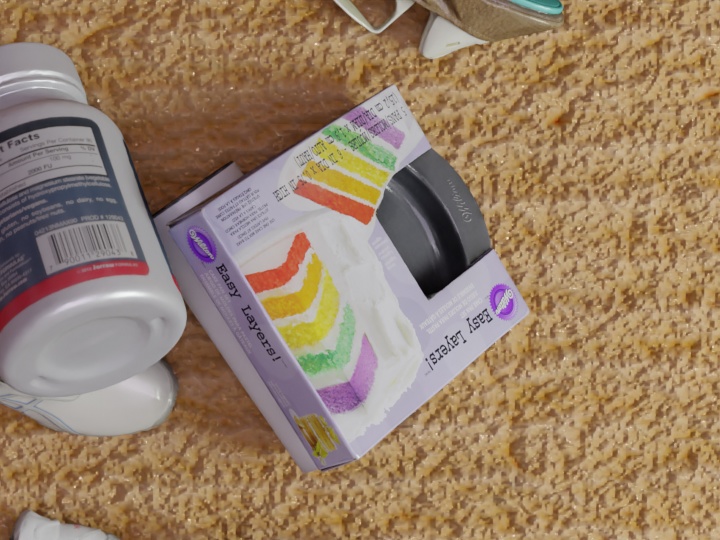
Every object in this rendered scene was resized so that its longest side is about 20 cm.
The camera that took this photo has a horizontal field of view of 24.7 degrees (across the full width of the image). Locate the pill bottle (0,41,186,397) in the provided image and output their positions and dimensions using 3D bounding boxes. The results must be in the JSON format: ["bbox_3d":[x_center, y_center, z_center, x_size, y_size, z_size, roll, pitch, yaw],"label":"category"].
[{"bbox_3d":[-0.192,-0.035,1.021,0.119,0.120,0.201,-21,64,-4],"label":"pill bottle"}]

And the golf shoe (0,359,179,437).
[{"bbox_3d":[-0.215,0.064,1.068,0.198,0.097,0.079,16,91,-8],"label":"golf shoe"}]

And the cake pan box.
[{"bbox_3d":[0.000,0.000,1.062,0.200,0.052,0.185,-35,98,-38],"label":"cake pan box"}]

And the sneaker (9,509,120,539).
[{"bbox_3d":[-0.193,0.262,1.081,0.099,0.078,0.202,7,81,-12],"label":"sneaker"}]

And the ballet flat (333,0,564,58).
[{"bbox_3d":[0.034,-0.186,1.096,0.199,0.068,0.073,24,112,-7],"label":"ballet flat"}]

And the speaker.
[{"bbox_3d":[-0.061,0.032,1.089,0.081,0.081,0.201,-33,96,-2],"label":"speaker"}]
